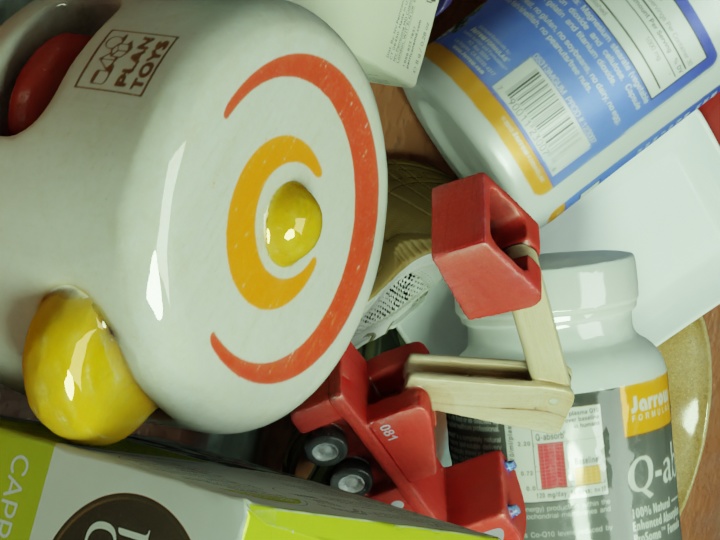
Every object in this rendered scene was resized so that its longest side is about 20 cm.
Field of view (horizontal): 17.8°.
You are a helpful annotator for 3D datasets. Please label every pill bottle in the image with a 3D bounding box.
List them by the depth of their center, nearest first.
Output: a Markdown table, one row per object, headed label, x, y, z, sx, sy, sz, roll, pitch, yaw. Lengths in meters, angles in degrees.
| label | x | y | z | sx | sy | sz | roll | pitch | yaw |
| --- | --- | --- | --- | --- | --- | --- | --- | --- | --- |
| pill bottle | 0.103 | 0.094 | 1.182 | 0.116 | 0.116 | 0.201 | -13 | 99 | -53 |
| pill bottle | 0.130 | -0.119 | 1.193 | 0.200 | 0.112 | 0.112 | -37 | 136 | -7 |

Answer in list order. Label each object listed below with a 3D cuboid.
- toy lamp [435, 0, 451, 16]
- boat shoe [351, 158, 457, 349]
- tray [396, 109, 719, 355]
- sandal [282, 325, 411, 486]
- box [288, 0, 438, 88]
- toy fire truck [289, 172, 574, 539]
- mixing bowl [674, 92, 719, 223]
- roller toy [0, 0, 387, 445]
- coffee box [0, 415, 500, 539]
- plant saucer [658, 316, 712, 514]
| label | x | y | z | sx | sy | sz | roll | pitch | yaw |
| --- | --- | --- | --- | --- | --- | --- | --- | --- | --- |
| toy lamp | 0.085 | -0.179 | 1.241 | 0.200 | 0.058 | 0.058 | -25 | 120 | -51 |
| boat shoe | 0.000 | 0.000 | 1.175 | 0.200 | 0.071 | 0.069 | -32 | 152 | -56 |
| tray | 0.120 | 0.006 | 1.244 | 0.200 | 0.022 | 0.108 | -34 | 110 | -4 |
| sandal | -0.006 | 0.100 | 1.174 | 0.080 | 0.057 | 0.201 | 62 | 25 | -25 |
| box | -0.047 | -0.145 | 1.040 | 0.200 | 0.082 | 0.069 | 22 | 83 | -57 |
| toy fire truck | 0.045 | 0.058 | 1.061 | 0.200 | 0.141 | 0.049 | 54 | 23 | -36 |
| mixing bowl | 0.189 | -0.071 | 1.331 | 0.108 | 0.200 | 0.200 | -50 | 141 | -4 |
| roller toy | -0.078 | -0.027 | 0.970 | 0.200 | 0.139 | 0.183 | -7 | 103 | -57 |
| coffee box | -0.088 | 0.179 | 0.977 | 0.200 | 0.197 | 0.200 | 18 | 85 | -56 |
| plant saucer | 0.161 | 0.101 | 1.457 | 0.200 | 0.035 | 0.201 | -21 | 117 | -51 |
